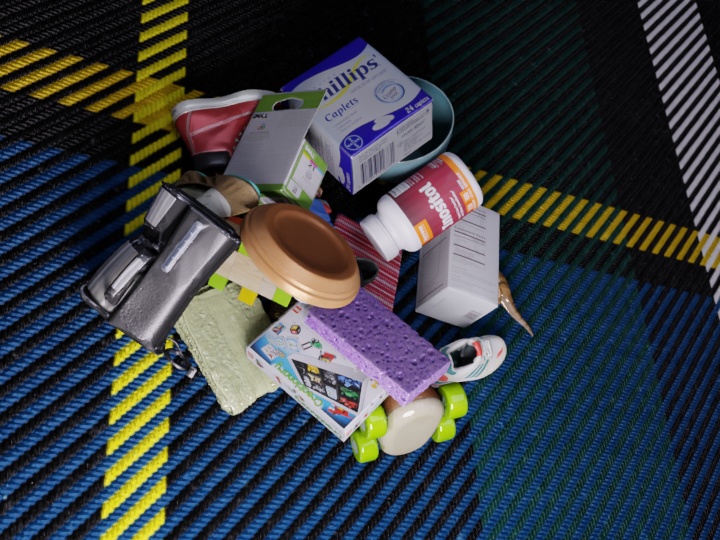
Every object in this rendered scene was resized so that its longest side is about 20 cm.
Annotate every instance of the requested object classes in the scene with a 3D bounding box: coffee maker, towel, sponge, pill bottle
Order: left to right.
[{"bbox_3d":[-0.257,0.006,1.141,0.192,0.135,0.200,39,91,-28],"label":"coffee maker"},{"bbox_3d":[-0.194,0.107,1.236,0.148,0.036,0.200,-26,81,-39],"label":"towel"},{"bbox_3d":[0.000,0.000,1.401,0.144,0.022,0.200,30,41,-15],"label":"towel"},{"bbox_3d":[0.025,0.104,1.197,0.200,0.030,0.111,38,43,21],"label":"sponge"},{"bbox_3d":[0.104,-0.106,1.407,0.200,0.113,0.113,-36,88,-4],"label":"pill bottle"}]

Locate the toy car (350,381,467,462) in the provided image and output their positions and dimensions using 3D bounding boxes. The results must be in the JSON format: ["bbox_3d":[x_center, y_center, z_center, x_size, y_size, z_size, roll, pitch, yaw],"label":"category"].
[{"bbox_3d":[0.050,0.179,1.294,0.164,0.158,0.201,-11,55,-18],"label":"toy car"}]

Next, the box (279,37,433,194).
[{"bbox_3d":[-0.007,-0.267,1.382,0.184,0.105,0.200,-37,64,-17],"label":"box"}]

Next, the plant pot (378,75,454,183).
[{"bbox_3d":[0.070,-0.240,1.498,0.199,0.135,0.201,-1,60,2],"label":"plant pot"}]

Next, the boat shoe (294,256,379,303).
[{"bbox_3d":[-0.041,0.006,1.266,0.200,0.057,0.069,-8,71,-58],"label":"boat shoe"}]

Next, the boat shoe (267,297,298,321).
[{"bbox_3d":[-0.050,0.085,1.304,0.199,0.070,0.071,19,70,3],"label":"boat shoe"}]

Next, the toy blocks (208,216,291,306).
[{"bbox_3d":[-0.177,-0.036,1.271,0.199,0.100,0.137,26,28,1],"label":"toy blocks"}]

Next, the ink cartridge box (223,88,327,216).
[{"bbox_3d":[-0.125,-0.191,1.316,0.076,0.147,0.201,46,57,-46],"label":"ink cartridge box"}]

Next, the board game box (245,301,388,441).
[{"bbox_3d":[-0.055,0.141,1.198,0.200,0.035,0.126,38,61,20],"label":"board game box"}]

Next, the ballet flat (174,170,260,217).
[{"bbox_3d":[-0.233,-0.112,1.240,0.072,0.200,0.068,-39,126,-28],"label":"ballet flat"}]

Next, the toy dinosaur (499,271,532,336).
[{"bbox_3d":[0.268,0.043,1.547,0.106,0.060,0.201,-19,78,-39],"label":"toy dinosaur"}]

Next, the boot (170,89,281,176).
[{"bbox_3d":[-0.206,-0.226,1.379,0.199,0.072,0.145,-19,79,-31],"label":"boot"}]

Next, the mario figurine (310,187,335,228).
[{"bbox_3d":[-0.094,-0.088,1.364,0.106,0.124,0.200,-23,59,-4],"label":"mario figurine"}]

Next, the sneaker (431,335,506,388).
[{"bbox_3d":[0.201,0.152,1.427,0.199,0.093,0.071,-11,73,-35],"label":"sneaker"}]

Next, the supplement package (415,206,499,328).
[{"bbox_3d":[0.180,-0.017,1.485,0.109,0.114,0.201,20,57,-21],"label":"supplement package"}]

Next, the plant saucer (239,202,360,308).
[{"bbox_3d":[-0.079,-0.031,1.176,0.200,0.037,0.200,28,30,-18],"label":"plant saucer"}]
